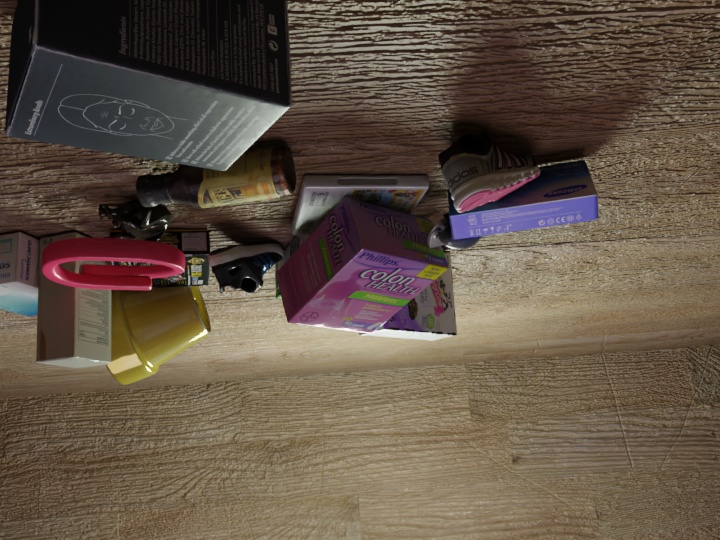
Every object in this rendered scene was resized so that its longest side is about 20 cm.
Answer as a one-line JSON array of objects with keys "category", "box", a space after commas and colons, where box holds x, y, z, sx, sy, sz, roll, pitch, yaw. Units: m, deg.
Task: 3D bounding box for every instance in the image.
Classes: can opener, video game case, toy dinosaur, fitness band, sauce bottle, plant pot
[{"category": "can opener", "box": [0.184, -0.065, 1.073, 0.199, 0.067, 0.053, -18, 142, -35]}, {"category": "video game case", "box": [-0.008, -0.097, 1.074, 0.180, 0.023, 0.200, -1, 163, -11]}, {"category": "toy dinosaur", "box": [-0.316, -0.072, 1.014, 0.101, 0.078, 0.200, -9, 165, -32]}, {"category": "fitness band", "box": [-0.358, -0.010, 1.027, 0.198, 0.038, 0.144, 1, 160, -18]}, {"category": "sauce bottle", "box": [-0.183, -0.113, 0.887, 0.198, 0.067, 0.066, -7, 165, 11]}, {"category": "plant pot", "box": [-0.400, 0.095, 1.364, 0.187, 0.203, 0.201, -19, 166, -6]}]

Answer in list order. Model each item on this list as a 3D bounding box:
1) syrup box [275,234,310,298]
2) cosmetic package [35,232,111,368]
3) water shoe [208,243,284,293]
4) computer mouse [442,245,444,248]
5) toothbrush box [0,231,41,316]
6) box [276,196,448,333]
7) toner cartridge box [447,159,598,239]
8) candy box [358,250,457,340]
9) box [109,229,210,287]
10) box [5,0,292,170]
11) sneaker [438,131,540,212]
[{"category": "syrup box", "box": [-0.089, -0.010, 1.254, 0.081, 0.080, 0.200, 2, 163, -22]}, {"category": "cosmetic package", "box": [-0.460, 0.051, 1.134, 0.070, 0.202, 0.105, -8, 164, 13]}, {"category": "water shoe", "box": [-0.192, -0.001, 1.197, 0.071, 0.080, 0.200, -12, 179, 24]}, {"category": "computer mouse", "box": [0.055, -0.046, 1.185, 0.198, 0.059, 0.034, -7, 144, 36]}, {"category": "toothbrush box", "box": [-0.566, 0.012, 1.182, 0.145, 0.086, 0.200, -8, 165, 15]}, {"category": "box", "box": [0.000, 0.000, 1.083, 0.175, 0.097, 0.200, 11, 138, -39]}, {"category": "toner cartridge box", "box": [0.223, -0.100, 0.986, 0.198, 0.095, 0.043, -8, 128, 10]}, {"category": "candy box", "box": [0.086, 0.039, 1.313, 0.199, 0.170, 0.071, 8, 162, -41]}, {"category": "box", "box": [-0.341, -0.017, 1.215, 0.158, 0.050, 0.200, -4, 165, -13]}, {"category": "box", "box": [-0.179, -0.172, 0.589, 0.198, 0.108, 0.148, 5, 162, -34]}, {"category": "sneaker", "box": [0.164, -0.137, 0.898, 0.074, 0.088, 0.199, -31, 174, 40]}]
